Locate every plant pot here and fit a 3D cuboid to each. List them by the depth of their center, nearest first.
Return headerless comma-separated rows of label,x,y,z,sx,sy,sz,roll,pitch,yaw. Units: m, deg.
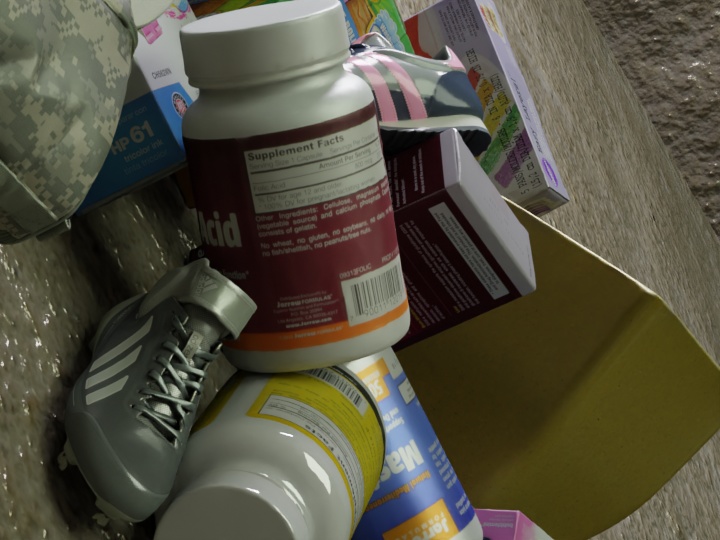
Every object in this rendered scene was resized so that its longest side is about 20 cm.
plant pot,0.126,0.092,1.783,0.195,0.200,0.194,35,-6,38

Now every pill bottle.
pill bottle,-0.054,0.124,1.359,0.111,0.111,0.200,62,16,-8
pill bottle,-0.041,-0.051,1.402,0.114,0.114,0.200,-55,136,-72
pill bottle,0.009,0.149,1.517,0.200,0.112,0.112,63,16,-4

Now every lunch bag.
lunch bag,-0.208,-0.125,1.191,0.200,0.139,0.168,49,21,-42

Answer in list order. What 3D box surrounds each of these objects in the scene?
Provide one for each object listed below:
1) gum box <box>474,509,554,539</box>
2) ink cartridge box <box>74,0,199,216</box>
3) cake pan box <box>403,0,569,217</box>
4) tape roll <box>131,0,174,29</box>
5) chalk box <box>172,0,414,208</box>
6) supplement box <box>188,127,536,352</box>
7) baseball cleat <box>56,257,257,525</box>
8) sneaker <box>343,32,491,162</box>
gum box,0.107,0.248,1.689,0.200,0.066,0.114,42,52,-54
ink cartridge box,-0.163,-0.149,1.476,0.200,0.085,0.145,62,17,-3
cake pan box,0.049,-0.096,1.899,0.052,0.184,0.200,25,42,-60
tape roll,-0.178,-0.221,1.365,0.203,0.037,0.203,27,51,-40
chalk box,-0.047,-0.147,1.640,0.200,0.125,0.124,-48,121,-51
supplement box,0.000,0.000,1.554,0.109,0.200,0.061,53,21,-36
baseball cleat,-0.108,0.052,1.305,0.070,0.106,0.200,42,19,-23
sneaker,-0.011,-0.114,1.527,0.200,0.070,0.082,7,59,-37
